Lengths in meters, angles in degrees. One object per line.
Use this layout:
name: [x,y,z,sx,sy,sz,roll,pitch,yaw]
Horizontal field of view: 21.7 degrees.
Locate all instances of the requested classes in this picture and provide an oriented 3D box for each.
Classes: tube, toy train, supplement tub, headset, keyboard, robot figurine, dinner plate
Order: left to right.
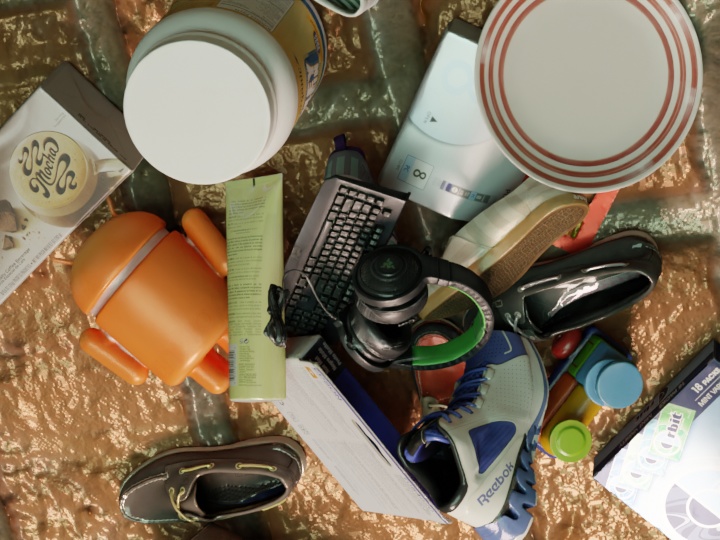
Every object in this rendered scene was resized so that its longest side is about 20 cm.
robot figurine: [-0.182,0.024,1.725,0.200,0.117,0.144,41,136,-1]
supplement tub: [-0.114,-0.165,1.584,0.144,0.200,0.145,4,115,9]
tube: [-0.091,0.016,1.663,0.058,0.052,0.200,-3,86,4]
keyboard: [0.000,0.000,1.655,0.127,0.021,0.200,14,136,-12]
headset: [0.017,0.043,1.617,0.200,0.094,0.124,10,136,-10]
toy train: [0.175,0.149,1.686,0.085,0.116,0.200,37,93,-9]
dinner plate: [0.192,-0.166,1.591,0.200,0.024,0.200,0,93,-8]

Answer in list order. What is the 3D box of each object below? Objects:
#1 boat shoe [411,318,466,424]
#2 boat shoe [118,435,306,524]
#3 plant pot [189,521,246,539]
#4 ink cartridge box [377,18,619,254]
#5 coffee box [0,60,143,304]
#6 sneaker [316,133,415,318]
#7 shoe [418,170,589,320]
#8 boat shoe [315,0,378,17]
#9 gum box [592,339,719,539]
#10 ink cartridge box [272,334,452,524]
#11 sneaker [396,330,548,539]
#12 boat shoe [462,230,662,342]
boat shoe: [0.091,0.141,1.757,0.071,0.063,0.200,-12,110,17]
boat shoe: [-0.152,0.213,1.836,0.200,0.060,0.072,-13,111,16]
plant pot: [-0.114,0.350,1.841,0.187,0.187,0.200,-42,87,24]
ink cartridge box: [0.136,-0.107,1.646,0.200,0.047,0.160,25,116,1]
coffee box: [-0.303,-0.079,1.724,0.113,0.080,0.200,44,114,-11]
sneaker: [0.011,-0.030,1.701,0.074,0.088,0.200,-7,136,9]
shoe: [0.120,-0.023,1.657,0.200,0.070,0.053,-40,62,31]
boat shoe: [-0.065,-0.289,1.593,0.200,0.067,0.074,32,115,-4]
gum box: [0.346,0.188,1.740,0.200,0.045,0.170,37,115,-8]
ink cartridge box: [-0.006,0.144,1.719,0.041,0.200,0.200,-43,104,-19]
sneaker: [0.096,0.134,1.639,0.115,0.200,0.081,24,145,-31]
boat shoe: [0.178,0.026,1.686,0.200,0.057,0.067,-26,120,21]
